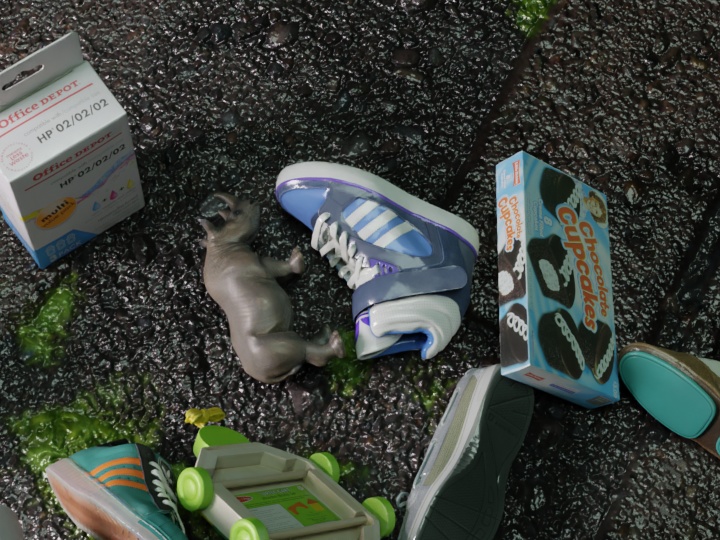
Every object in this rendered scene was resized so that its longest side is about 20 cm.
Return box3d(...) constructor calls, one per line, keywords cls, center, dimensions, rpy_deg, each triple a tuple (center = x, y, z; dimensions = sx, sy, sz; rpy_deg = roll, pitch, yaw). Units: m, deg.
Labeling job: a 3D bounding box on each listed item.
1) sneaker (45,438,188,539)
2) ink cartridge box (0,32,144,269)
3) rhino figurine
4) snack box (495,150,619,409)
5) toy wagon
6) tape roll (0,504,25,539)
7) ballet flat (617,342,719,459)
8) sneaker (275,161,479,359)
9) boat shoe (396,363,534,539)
box3d(cls="sneaker", center=(-0.171, 0.174, 1.000), dimensions=(0.079, 0.072, 0.199), rpy_deg=(-31, 29, -26))
box3d(cls="ink cartridge box", center=(-0.255, -0.096, 1.099), dimensions=(0.115, 0.201, 0.068), rpy_deg=(-34, 70, -17))
box3d(cls="rhino figurine", center=(-0.090, 0.010, 1.135), dimensions=(0.087, 0.060, 0.202), rpy_deg=(-22, 65, -11))
box3d(cls="snack box", center=(0.171, 0.008, 1.129), dimensions=(0.115, 0.037, 0.203), rpy_deg=(22, 58, -36))
box3d(cls="toy wagon", center=(-0.072, 0.174, 1.021), dimensions=(0.154, 0.040, 0.199), rpy_deg=(3, 24, -48))
box3d(cls="tape roll", center=(-0.332, 0.245, 0.932), dimensions=(0.200, 0.203, 0.071), rpy_deg=(-23, 68, -13))
box3d(cls="ballet flat", center=(0.311, 0.120, 1.107), dimensions=(0.199, 0.068, 0.072), rpy_deg=(37, 47, 13))
box3d(cls="sneaker", center=(0.000, 0.000, 1.132), dimensions=(0.198, 0.081, 0.148), rpy_deg=(21, 61, 1))
box3d(cls="boat shoe", center=(0.079, 0.169, 1.071), dimensions=(0.074, 0.064, 0.204), rpy_deg=(36, 66, -28))
